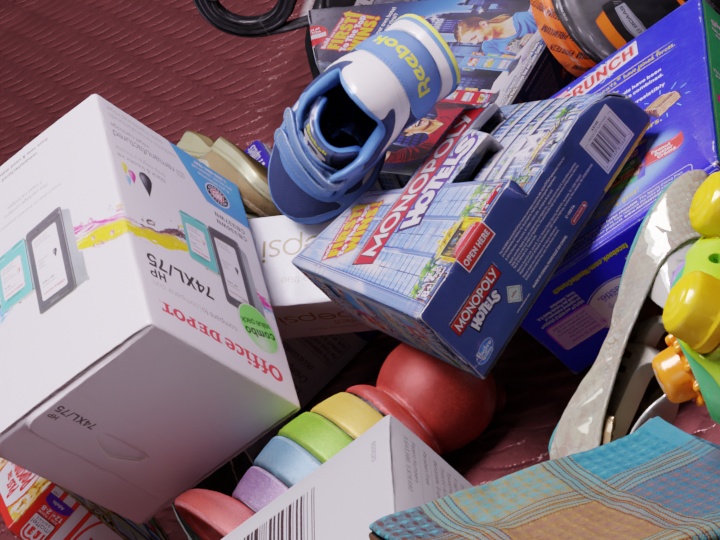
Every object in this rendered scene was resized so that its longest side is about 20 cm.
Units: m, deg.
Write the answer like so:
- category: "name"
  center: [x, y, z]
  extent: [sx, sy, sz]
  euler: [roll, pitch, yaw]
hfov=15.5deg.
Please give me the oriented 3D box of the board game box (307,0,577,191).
- category: "board game box"
  center: [0.033, -0.120, 1.847]
  extent: [0.200, 0.062, 0.200]
  euler: [8, 49, 30]

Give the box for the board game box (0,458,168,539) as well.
- category: "board game box"
  center: [-0.194, 0.169, 1.839]
  extent: [0.046, 0.151, 0.200]
  euler: [-47, 24, 1]

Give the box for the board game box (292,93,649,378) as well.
- category: "board game box"
  center: [0.053, -0.030, 1.630]
  extent: [0.200, 0.062, 0.200]
  euler: [-2, 49, 58]

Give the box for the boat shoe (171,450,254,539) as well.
- category: "boat shoe"
  center: [-0.115, 0.123, 1.773]
  extent: [0.071, 0.064, 0.200]
  euler: [-36, 63, 13]

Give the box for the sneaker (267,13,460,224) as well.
- category: "sneaker"
  center: [-0.017, -0.086, 1.670]
  extent: [0.082, 0.074, 0.200]
  euler: [-39, -7, -39]

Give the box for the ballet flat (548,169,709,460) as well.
- category: "ballet flat"
  center: [0.174, 0.042, 1.514]
  extent: [0.062, 0.067, 0.200]
  euler: [26, 94, 54]

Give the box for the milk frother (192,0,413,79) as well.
- category: "milk frother"
  center: [-0.031, -0.259, 2.150]
  extent: [0.180, 0.200, 0.188]
  euler: [-44, 24, 18]

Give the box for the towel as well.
- category: "towel"
  center: [0.123, 0.126, 1.380]
  extent: [0.200, 0.022, 0.147]
  euler: [-16, 19, -29]

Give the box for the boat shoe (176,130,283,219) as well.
- category: "boat shoe"
  center: [-0.098, -0.054, 1.860]
  extent: [0.063, 0.073, 0.201]
  euler: [-55, 23, -4]

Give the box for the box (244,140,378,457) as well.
- category: "box"
  center: [-0.091, 0.031, 1.932]
  extent: [0.200, 0.105, 0.184]
  euler: [-46, 24, 6]

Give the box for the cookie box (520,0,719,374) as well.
- category: "cookie box"
  center: [0.175, -0.057, 1.658]
  extent: [0.171, 0.075, 0.200]
  euler: [-35, 28, 26]

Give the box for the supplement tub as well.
- category: "supplement tub"
  center: [0.217, -0.206, 1.753]
  extent: [0.200, 0.123, 0.123]
  euler: [-27, 32, 39]

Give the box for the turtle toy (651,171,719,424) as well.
- category: "turtle toy"
  center: [0.223, 0.020, 1.416]
  extent: [0.101, 0.146, 0.200]
  euler: [-53, 13, 47]

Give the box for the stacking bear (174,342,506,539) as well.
- category: "stacking bear"
  center: [0.003, 0.120, 1.646]
  extent: [0.200, 0.121, 0.114]
  euler: [-44, 12, -14]

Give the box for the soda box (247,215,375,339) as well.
- category: "soda box"
  center: [0.000, 0.000, 1.762]
  extent: [0.200, 0.064, 0.068]
  euler: [-6, 67, 20]

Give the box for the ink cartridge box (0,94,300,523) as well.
- category: "ink cartridge box"
  center: [-0.155, 0.027, 1.685]
  extent: [0.146, 0.147, 0.200]
  euler: [-36, 47, 21]

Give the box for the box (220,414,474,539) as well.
- category: "box"
  center: [-0.011, 0.226, 1.477]
  extent: [0.199, 0.131, 0.200]
  euler: [-38, 27, 21]
